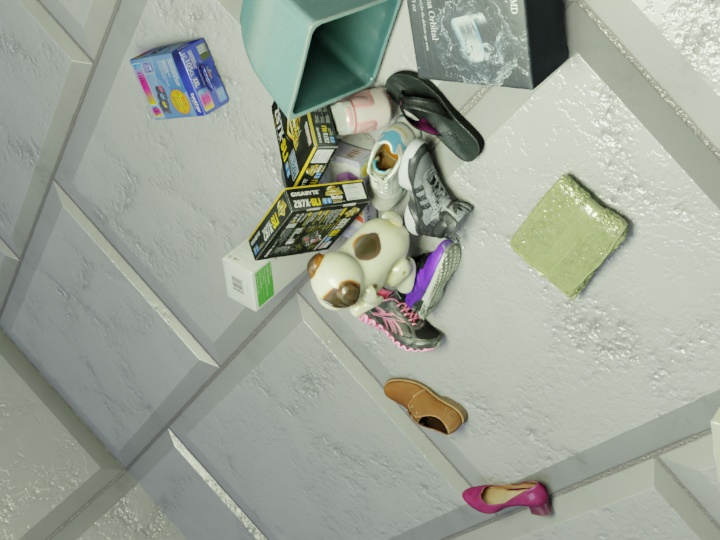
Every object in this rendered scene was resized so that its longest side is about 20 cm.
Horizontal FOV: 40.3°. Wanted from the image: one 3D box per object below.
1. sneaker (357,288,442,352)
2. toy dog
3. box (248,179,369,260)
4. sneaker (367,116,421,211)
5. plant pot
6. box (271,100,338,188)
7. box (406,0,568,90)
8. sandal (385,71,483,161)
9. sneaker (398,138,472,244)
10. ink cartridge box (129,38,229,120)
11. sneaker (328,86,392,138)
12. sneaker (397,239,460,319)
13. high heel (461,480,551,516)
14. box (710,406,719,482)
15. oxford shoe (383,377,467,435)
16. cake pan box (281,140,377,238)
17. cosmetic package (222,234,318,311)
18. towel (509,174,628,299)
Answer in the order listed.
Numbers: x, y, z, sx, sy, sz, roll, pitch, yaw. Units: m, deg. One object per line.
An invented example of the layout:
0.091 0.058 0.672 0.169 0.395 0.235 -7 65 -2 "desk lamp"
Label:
0.076 0.086 1.924 0.199 0.079 0.096 28 127 23 "sneaker"
0.000 0.000 1.725 0.140 0.200 0.194 47 142 14 "toy dog"
-0.096 -0.089 1.770 0.200 0.159 0.050 -46 61 55 "box"
0.043 -0.176 1.719 0.076 0.081 0.201 33 141 17 "sneaker"
-0.087 -0.402 1.573 0.200 0.195 0.197 46 143 20 "plant pot"
-0.102 -0.254 1.730 0.160 0.049 0.201 124 139 -56 "box"
0.176 -0.376 1.389 0.199 0.117 0.198 14 130 35 "box"
0.116 -0.252 1.607 0.200 0.048 0.075 42 142 9 "sandal"
0.132 -0.131 1.678 0.113 0.076 0.201 23 141 29 "sneaker"
-0.348 -0.377 1.938 0.199 0.076 0.137 2 123 42 "ink cartridge box"
-0.004 -0.273 1.695 0.200 0.104 0.076 -150 46 -71 "sneaker"
0.112 0.002 1.812 0.099 0.069 0.201 39 141 16 "sneaker"
0.293 0.452 2.017 0.199 0.068 0.096 -2 131 28 "high heel"
0.647 0.263 1.476 0.199 0.109 0.129 9 128 40 "box"
0.121 0.282 2.042 0.199 0.071 0.072 21 136 34 "oxford shoe"
-0.061 -0.162 1.858 0.199 0.052 0.185 22 133 30 "cake pan box"
-0.178 -0.025 1.965 0.085 0.200 0.108 26 140 29 "cosmetic package"
0.331 -0.053 1.577 0.148 0.036 0.200 41 142 12 "towel"
